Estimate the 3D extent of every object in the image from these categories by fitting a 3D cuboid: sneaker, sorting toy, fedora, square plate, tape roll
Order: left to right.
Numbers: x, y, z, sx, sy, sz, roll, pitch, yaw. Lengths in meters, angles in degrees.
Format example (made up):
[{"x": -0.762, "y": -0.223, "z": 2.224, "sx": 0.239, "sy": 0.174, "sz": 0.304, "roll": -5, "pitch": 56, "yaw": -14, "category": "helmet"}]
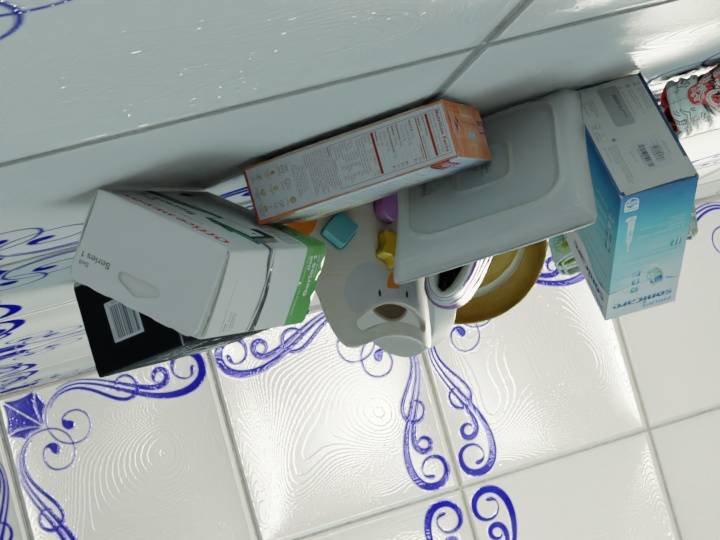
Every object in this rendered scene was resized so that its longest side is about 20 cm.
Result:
[{"x": 0.012, "y": -0.007, "z": 1.573, "sx": 0.199, "sy": 0.182, "sz": 0.106, "roll": 2, "pitch": 159, "yaw": -43, "category": "sorting toy"}, {"x": 0.033, "y": 0.003, "z": 1.834, "sx": 0.037, "sy": 0.205, "sz": 0.202, "roll": -25, "pitch": -179, "yaw": -32, "category": "tape roll"}, {"x": 0.122, "y": -0.034, "z": 1.851, "sx": 0.198, "sy": 0.203, "sz": 0.082, "roll": -16, "pitch": 168, "yaw": 3, "category": "fedora"}, {"x": 0.115, "y": -0.060, "z": 1.523, "sx": 0.072, "sy": 0.203, "sz": 0.114, "roll": 17, "pitch": 174, "yaw": 9, "category": "sneaker"}, {"x": 0.119, "y": -0.087, "z": 1.469, "sx": 0.196, "sy": 0.029, "sz": 0.201, "roll": -17, "pitch": -142, "yaw": 17, "category": "square plate"}, {"x": 0.387, "y": -0.182, "z": 1.710, "sx": 0.107, "sy": 0.068, "sz": 0.201, "roll": -16, "pitch": 172, "yaw": 17, "category": "sneaker"}]

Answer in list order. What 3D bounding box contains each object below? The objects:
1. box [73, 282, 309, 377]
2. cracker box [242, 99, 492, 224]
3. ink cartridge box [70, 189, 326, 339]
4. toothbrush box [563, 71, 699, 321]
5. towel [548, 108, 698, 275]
[{"x": -0.205, "y": 0.035, "z": 1.889, "sx": 0.195, "sy": 0.125, "sz": 0.199, "roll": -15, "pitch": 176, "yaw": -42, "category": "box"}, {"x": 0.009, "y": -0.097, "z": 1.427, "sx": 0.198, "sy": 0.058, "sz": 0.134, "roll": -17, "pitch": 177, "yaw": 17, "category": "cracker box"}, {"x": -0.139, "y": -0.009, "z": 1.385, "sx": 0.145, "sy": 0.085, "sz": 0.200, "roll": 23, "pitch": -170, "yaw": 20, "category": "ink cartridge box"}, {"x": 0.263, "y": -0.071, "z": 1.571, "sx": 0.084, "sy": 0.147, "sz": 0.201, "roll": -14, "pitch": 142, "yaw": -9, "category": "toothbrush box"}, {"x": 0.290, "y": -0.094, "z": 1.791, "sx": 0.169, "sy": 0.201, "sz": 0.048, "roll": -17, "pitch": 136, "yaw": 15, "category": "towel"}]
